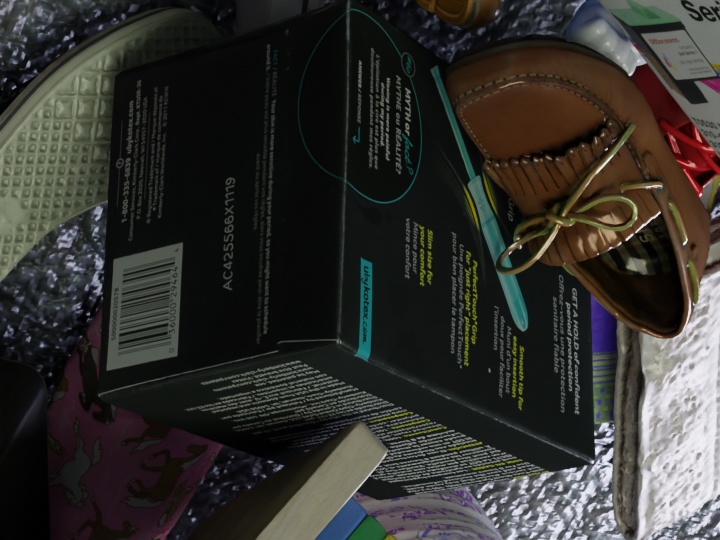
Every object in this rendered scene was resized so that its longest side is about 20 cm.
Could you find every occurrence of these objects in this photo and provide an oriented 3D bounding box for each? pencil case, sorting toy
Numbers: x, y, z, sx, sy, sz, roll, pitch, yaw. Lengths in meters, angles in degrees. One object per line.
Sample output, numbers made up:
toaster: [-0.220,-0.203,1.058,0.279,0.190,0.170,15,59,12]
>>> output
pencil case: [-0.110,0.083,1.069,0.083,0.086,0.201,-19,144,-59]
sorting toy: [-0.072,0.177,0.934,0.070,0.199,0.200,45,61,-4]

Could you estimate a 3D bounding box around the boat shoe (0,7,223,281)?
boat shoe: [-0.146,-0.051,0.978,0.200,0.062,0.075,-41,125,-7]

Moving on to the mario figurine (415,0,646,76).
mario figurine: [0.121,-0.158,0.941,0.199,0.106,0.124,-13,138,-31]

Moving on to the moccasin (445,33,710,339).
moccasin: [0.094,-0.031,0.934,0.073,0.078,0.202,-11,148,20]

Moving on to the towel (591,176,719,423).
towel: [0.112,0.007,1.139,0.142,0.023,0.201,-3,126,-19]

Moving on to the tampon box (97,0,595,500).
tampon box: [0.000,0.000,0.957,0.125,0.151,0.200,-12,156,33]

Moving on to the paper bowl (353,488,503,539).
paper bowl: [-0.017,0.182,1.159,0.199,0.105,0.202,-19,135,-19]

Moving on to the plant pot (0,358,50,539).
plant pot: [-0.256,0.156,0.970,0.198,0.178,0.201,9,127,7]

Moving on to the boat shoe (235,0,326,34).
boat shoe: [-0.009,-0.168,0.936,0.069,0.071,0.202,1,119,-17]

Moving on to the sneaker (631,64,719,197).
sneaker: [0.155,-0.066,1.020,0.078,0.116,0.201,26,102,-26]

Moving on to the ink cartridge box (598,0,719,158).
ink cartridge box: [0.175,-0.103,0.866,0.084,0.145,0.200,-47,112,-11]

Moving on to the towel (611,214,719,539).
towel: [0.196,0.051,1.176,0.132,0.035,0.201,-23,134,-20]
